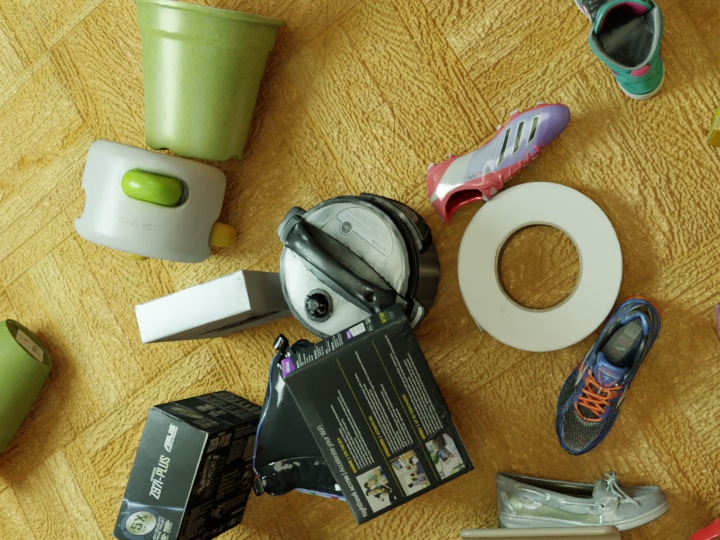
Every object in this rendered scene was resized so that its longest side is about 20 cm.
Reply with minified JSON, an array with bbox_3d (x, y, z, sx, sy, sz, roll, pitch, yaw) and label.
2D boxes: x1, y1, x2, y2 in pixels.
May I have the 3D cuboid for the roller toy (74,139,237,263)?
[{"bbox_3d":[-0.272,-0.083,1.163,0.180,0.199,0.143,16,95,30],"label":"roller toy"}]

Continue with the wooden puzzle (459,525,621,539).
[{"bbox_3d":[0.224,0.370,1.032,0.182,0.046,0.204,-8,111,24],"label":"wooden puzzle"}]

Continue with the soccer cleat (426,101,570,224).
[{"bbox_3d":[0.169,-0.129,1.073,0.197,0.066,0.078,-27,60,21],"label":"soccer cleat"}]

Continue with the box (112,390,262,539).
[{"bbox_3d":[-0.205,0.251,1.122,0.085,0.200,0.167,19,95,17],"label":"box"}]

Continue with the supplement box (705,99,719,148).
[{"bbox_3d":[0.488,-0.167,0.952,0.197,0.109,0.111,20,95,17],"label":"supplement box"}]

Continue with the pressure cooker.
[{"bbox_3d":[-0.001,0.003,1.061,0.172,0.200,0.183,-8,86,18],"label":"pressure cooker"}]

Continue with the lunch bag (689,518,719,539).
[{"bbox_3d":[0.430,0.317,0.932,0.173,0.082,0.203,23,122,1],"label":"lunch bag"}]

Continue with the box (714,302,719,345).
[{"bbox_3d":[0.451,0.130,0.964,0.100,0.094,0.205,-9,86,18],"label":"box"}]

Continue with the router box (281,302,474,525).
[{"bbox_3d":[0.020,0.159,0.976,0.147,0.051,0.203,-25,108,1],"label":"router box"}]

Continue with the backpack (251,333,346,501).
[{"bbox_3d":[-0.021,0.188,1.089,0.187,0.154,0.204,15,103,17],"label":"backpack"}]

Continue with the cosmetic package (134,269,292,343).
[{"bbox_3d":[-0.164,0.046,1.113,0.148,0.200,0.053,-15,83,17],"label":"cosmetic package"}]

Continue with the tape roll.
[{"bbox_3d":[0.215,-0.003,1.075,0.198,0.037,0.208,0,89,18],"label":"tape roll"}]

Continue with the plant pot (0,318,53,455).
[{"bbox_3d":[-0.540,0.172,1.262,0.200,0.187,0.187,-43,77,-3],"label":"plant pot"}]

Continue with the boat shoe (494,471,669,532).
[{"bbox_3d":[0.255,0.265,1.039,0.198,0.074,0.066,-8,91,25],"label":"boat shoe"}]

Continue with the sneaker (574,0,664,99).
[{"bbox_3d":[0.286,-0.298,1.014,0.082,0.120,0.203,-26,81,15],"label":"sneaker"}]

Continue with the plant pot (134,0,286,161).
[{"bbox_3d":[-0.205,-0.245,1.153,0.196,0.200,0.188,13,104,18],"label":"plant pot"}]

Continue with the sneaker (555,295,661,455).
[{"bbox_3d":[0.280,0.120,1.029,0.074,0.078,0.203,25,96,17],"label":"sneaker"}]
